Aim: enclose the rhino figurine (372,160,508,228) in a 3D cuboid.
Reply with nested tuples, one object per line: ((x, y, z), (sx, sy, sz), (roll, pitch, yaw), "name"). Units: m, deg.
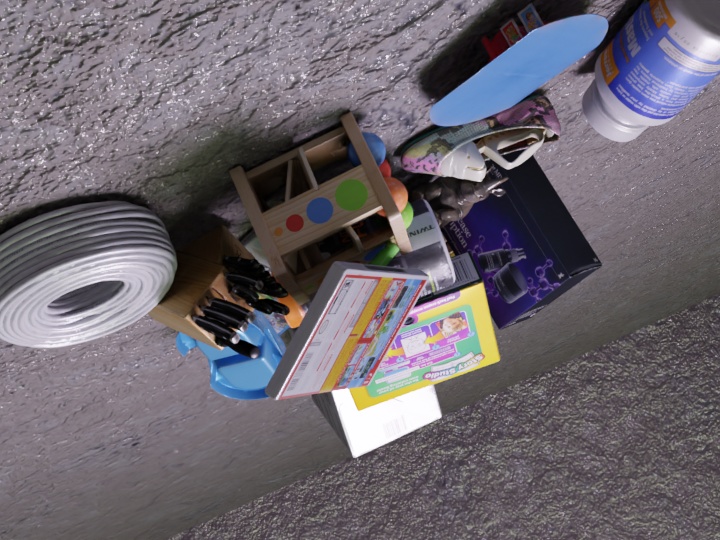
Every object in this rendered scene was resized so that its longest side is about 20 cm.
((0.103, -0.085, 1.186), (0.200, 0.060, 0.087), (-21, -176, 46), "rhino figurine")

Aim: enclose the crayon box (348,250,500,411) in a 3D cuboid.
((0.064, 0.080, 1.212), (0.199, 0.058, 0.173), (-19, 140, 1), "crayon box")

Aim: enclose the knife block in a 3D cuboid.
((-0.169, 0.045, 1.028), (0.199, 0.176, 0.064), (-27, 127, 20), "knife block")

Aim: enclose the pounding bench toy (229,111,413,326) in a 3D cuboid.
((-0.015, -0.032, 1.001), (0.155, 0.201, 0.124), (-25, 162, 1), "pounding bench toy")

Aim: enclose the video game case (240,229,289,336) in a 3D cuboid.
((-0.114, 0.017, 1.205), (0.143, 0.018, 0.200), (25, 132, -33), "video game case")

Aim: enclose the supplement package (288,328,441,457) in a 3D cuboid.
((0.003, 0.152, 1.481), (0.151, 0.151, 0.200), (-22, -156, -13), "supplement package")

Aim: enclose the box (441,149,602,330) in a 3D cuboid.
((0.190, -0.049, 1.230), (0.079, 0.201, 0.141), (-15, 159, -45), "box")

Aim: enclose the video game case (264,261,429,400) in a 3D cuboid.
((-0.007, 0.060, 0.970), (0.143, 0.017, 0.200), (-61, 156, 11), "video game case")

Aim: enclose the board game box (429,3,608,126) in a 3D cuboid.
((0.154, -0.217, 0.990), (0.200, 0.039, 0.158), (-33, 167, 36), "board game box")

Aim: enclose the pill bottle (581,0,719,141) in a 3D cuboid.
((0.329, -0.231, 1.064), (0.112, 0.112, 0.200), (-16, 160, -28), "pill bottle")

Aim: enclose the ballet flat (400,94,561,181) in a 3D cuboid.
((0.147, -0.144, 1.123), (0.199, 0.071, 0.069), (-21, 156, -14), "ballet flat")

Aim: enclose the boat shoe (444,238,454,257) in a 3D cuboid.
((0.157, -0.010, 1.522), (0.072, 0.068, 0.200), (-30, 163, 6), "boat shoe")

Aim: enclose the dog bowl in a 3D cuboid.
((-0.159, 0.097, 1.246), (0.111, 0.050, 0.200), (-15, 140, 12), "dog bowl")

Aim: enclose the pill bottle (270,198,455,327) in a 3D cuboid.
((0.000, 0.000, 1.110), (0.199, 0.107, 0.106), (-21, 163, 1), "pill bottle")

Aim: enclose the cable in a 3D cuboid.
((-0.282, 0.008, 0.961), (0.200, 0.069, 0.200), (-38, 159, 34), "cable")
